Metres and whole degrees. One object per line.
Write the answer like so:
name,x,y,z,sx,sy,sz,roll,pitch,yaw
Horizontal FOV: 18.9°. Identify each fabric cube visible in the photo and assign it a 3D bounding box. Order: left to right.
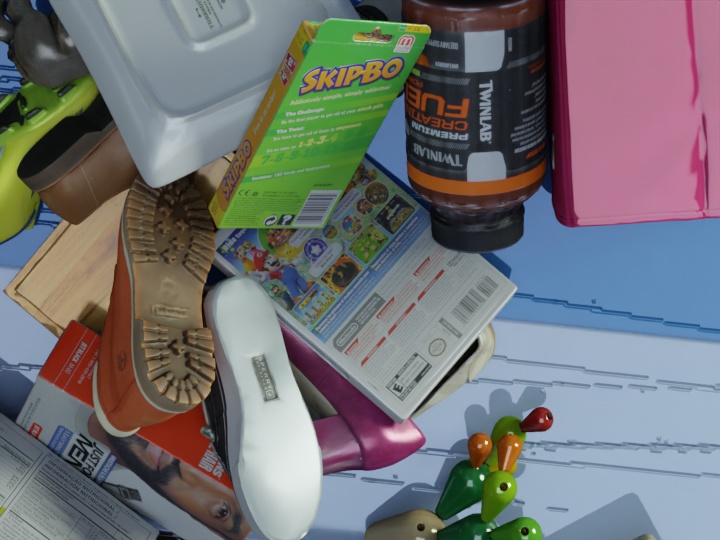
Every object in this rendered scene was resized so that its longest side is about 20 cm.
fabric cube,0.233,-0.146,1.570,0.199,0.196,0.200,-4,99,2

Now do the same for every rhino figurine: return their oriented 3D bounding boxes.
rhino figurine,-0.181,-0.203,1.632,0.199,0.060,0.088,-25,78,-9

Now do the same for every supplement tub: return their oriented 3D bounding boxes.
supplement tub,0.085,-0.116,1.590,0.106,0.107,0.201,-2,115,2

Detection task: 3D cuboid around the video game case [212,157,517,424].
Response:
video game case,0.000,0.000,1.639,0.200,0.018,0.143,41,69,5

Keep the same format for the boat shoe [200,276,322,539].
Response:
boat shoe,-0.086,0.108,1.597,0.073,0.068,0.200,-13,81,-34

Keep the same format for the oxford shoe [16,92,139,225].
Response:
oxford shoe,-0.160,-0.112,1.624,0.200,0.071,0.071,-39,118,0

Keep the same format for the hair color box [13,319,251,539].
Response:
hair color box,-0.161,0.133,1.661,0.200,0.111,0.064,30,54,-4

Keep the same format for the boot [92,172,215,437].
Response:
boot,-0.161,0.023,1.589,0.075,0.107,0.201,15,58,-28

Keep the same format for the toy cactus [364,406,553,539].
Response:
toy cactus,0.080,0.204,1.671,0.165,0.102,0.201,-10,63,41

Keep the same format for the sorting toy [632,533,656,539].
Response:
sorting toy,0.186,0.332,1.709,0.199,0.070,0.199,-29,97,5

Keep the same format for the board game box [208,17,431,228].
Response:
board game box,-0.030,-0.107,1.548,0.095,0.030,0.200,-1,139,-35

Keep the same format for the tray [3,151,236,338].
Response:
tray,-0.175,-0.030,1.678,0.099,0.037,0.200,40,97,-5

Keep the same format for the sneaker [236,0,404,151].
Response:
sneaker,-0.019,-0.152,1.616,0.200,0.074,0.079,-46,137,-3

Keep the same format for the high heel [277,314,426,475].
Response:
high heel,-0.022,0.060,1.654,0.096,0.067,0.201,-13,63,-13

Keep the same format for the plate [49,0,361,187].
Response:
plate,-0.108,-0.186,1.579,0.199,0.032,0.200,-26,72,-10

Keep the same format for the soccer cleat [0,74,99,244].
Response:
soccer cleat,-0.267,-0.076,1.670,0.200,0.065,0.084,-45,125,3

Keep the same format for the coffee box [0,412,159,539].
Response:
coffee box,-0.305,0.247,1.621,0.200,0.198,0.200,37,116,-4

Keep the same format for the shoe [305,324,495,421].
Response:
shoe,0.013,0.092,1.683,0.200,0.053,0.070,-30,97,5
